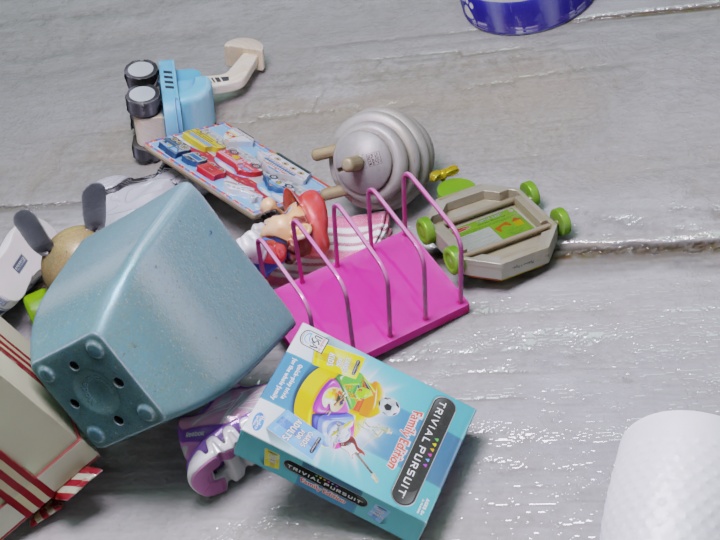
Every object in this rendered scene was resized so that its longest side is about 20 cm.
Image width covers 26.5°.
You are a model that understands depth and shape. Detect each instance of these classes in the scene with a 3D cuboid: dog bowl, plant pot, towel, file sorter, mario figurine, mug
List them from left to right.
[{"bbox_3d":[-0.226,0.068,1.582,0.195,0.197,0.200,-24,20,38],"label":"plant pot"},{"bbox_3d":[-0.123,-0.032,1.767,0.200,0.107,0.123,-42,41,-22],"label":"mario figurine"},{"bbox_3d":[-0.054,0.000,1.801,0.145,0.030,0.201,0,42,22],"label":"towel"},{"bbox_3d":[0.000,0.000,1.675,0.198,0.126,0.139,-24,50,-17],"label":"file sorter"},{"bbox_3d":[0.232,-0.419,2.152,0.198,0.079,0.201,-10,40,8],"label":"dog bowl"},{"bbox_3d":[0.301,0.245,1.310,0.198,0.148,0.176,23,52,-1],"label":"mug"}]

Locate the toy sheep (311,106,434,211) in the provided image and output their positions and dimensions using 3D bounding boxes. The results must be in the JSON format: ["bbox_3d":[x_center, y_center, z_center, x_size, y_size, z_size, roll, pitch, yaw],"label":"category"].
[{"bbox_3d":[0.020,-0.133,1.845,0.136,0.140,0.200,2,14,22],"label":"toy sheep"}]

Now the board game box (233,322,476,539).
[{"bbox_3d":[-0.003,0.158,1.511,0.198,0.047,0.152,26,49,4],"label":"board game box"}]

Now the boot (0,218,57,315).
[{"bbox_3d":[-0.446,0.005,1.907,0.090,0.073,0.200,-35,12,23],"label":"boot"}]

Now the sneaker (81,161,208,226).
[{"bbox_3d":[-0.246,-0.080,1.935,0.198,0.076,0.115,-18,48,-13],"label":"sneaker"}]

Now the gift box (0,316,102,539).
[{"bbox_3d":[-0.378,0.159,1.599,0.199,0.187,0.185,-36,39,6],"label":"gift box"}]

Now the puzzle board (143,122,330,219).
[{"bbox_3d":[-0.153,-0.132,1.923,0.199,0.018,0.150,33,34,28],"label":"puzzle board"}]

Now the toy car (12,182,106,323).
[{"bbox_3d":[-0.324,-0.009,1.773,0.163,0.201,0.158,-24,39,-9],"label":"toy car"}]

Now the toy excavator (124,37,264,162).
[{"bbox_3d":[-0.225,-0.246,2.119,0.197,0.101,0.195,-5,40,-7],"label":"toy excavator"}]

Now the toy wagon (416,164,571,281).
[{"bbox_3d":[0.143,-0.060,1.779,0.154,0.040,0.200,-19,37,-18],"label":"toy wagon"}]

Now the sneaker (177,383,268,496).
[{"bbox_3d":[-0.109,0.146,1.598,0.199,0.081,0.089,-30,51,-15],"label":"sneaker"}]
